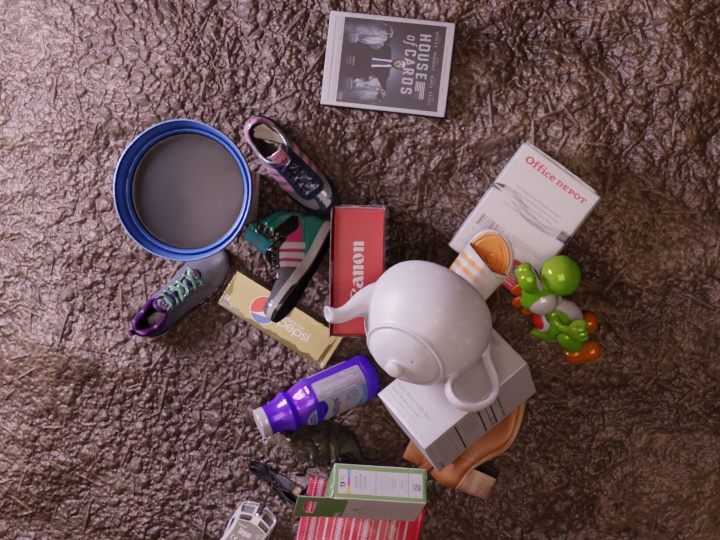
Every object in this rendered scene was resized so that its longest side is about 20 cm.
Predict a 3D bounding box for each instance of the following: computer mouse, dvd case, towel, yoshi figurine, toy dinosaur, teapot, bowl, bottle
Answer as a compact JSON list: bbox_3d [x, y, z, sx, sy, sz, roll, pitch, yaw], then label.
[{"bbox_3d":[-0.180,0.416,1.752,0.110,0.044,0.200,31,90,-3],"label":"computer mouse"},{"bbox_3d":[0.044,-0.325,1.689,0.200,0.025,0.150,7,95,5],"label":"dvd case"},{"bbox_3d":[-0.002,0.428,1.746,0.200,0.022,0.145,14,94,4],"label":"towel"},{"bbox_3d":[0.312,0.049,1.608,0.112,0.112,0.200,-53,128,-13],"label":"yoshi figurine"},{"bbox_3d":[-0.058,0.276,1.711,0.200,0.077,0.102,3,62,-8],"label":"toy dinosaur"},{"bbox_3d":[0.084,0.096,1.510,0.200,0.146,0.197,2,134,38],"label":"teapot"},{"bbox_3d":[-0.250,-0.113,1.520,0.200,0.039,0.201,0,93,5],"label":"bowl"},{"bbox_3d":[-0.069,0.201,1.676,0.200,0.084,0.065,-22,58,-16],"label":"bottle"}]

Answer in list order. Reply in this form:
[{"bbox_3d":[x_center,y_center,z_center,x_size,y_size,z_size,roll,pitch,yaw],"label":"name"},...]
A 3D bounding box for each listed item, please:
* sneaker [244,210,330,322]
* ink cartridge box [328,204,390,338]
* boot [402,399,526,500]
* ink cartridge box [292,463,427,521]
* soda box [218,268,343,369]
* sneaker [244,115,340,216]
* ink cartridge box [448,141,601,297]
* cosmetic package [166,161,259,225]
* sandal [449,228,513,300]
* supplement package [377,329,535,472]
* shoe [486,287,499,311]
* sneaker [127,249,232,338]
[{"bbox_3d":[-0.133,-0.020,1.668,0.121,0.084,0.200,24,56,8],"label":"sneaker"},{"bbox_3d":[0.000,0.000,1.639,0.084,0.176,0.200,1,95,5],"label":"ink cartridge box"},{"bbox_3d":[0.168,0.249,1.697,0.155,0.074,0.200,25,90,9],"label":"boot"},{"bbox_3d":[-0.002,0.348,1.674,0.200,0.104,0.059,4,61,-7],"label":"ink cartridge box"},{"bbox_3d":[-0.123,0.077,1.708,0.200,0.068,0.064,31,95,2],"label":"soda box"},{"bbox_3d":[-0.113,-0.162,1.684,0.200,0.082,0.070,45,96,0],"label":"sneaker"},{"bbox_3d":[0.253,-0.078,1.657,0.145,0.083,0.200,37,97,2],"label":"ink cartridge box"},{"bbox_3d":[-0.222,-0.118,1.638,0.103,0.200,0.087,6,93,3],"label":"cosmetic package"},{"bbox_3d":[0.156,0.033,1.615,0.079,0.059,0.207,37,110,1],"label":"sandal"},{"bbox_3d":[0.149,0.186,1.629,0.200,0.120,0.121,-39,59,-6],"label":"supplement package"},{"bbox_3d":[0.146,0.083,1.694,0.070,0.053,0.200,43,110,-10],"label":"shoe"},{"bbox_3d":[-0.286,0.040,1.710,0.074,0.088,0.200,45,96,1],"label":"sneaker"}]
